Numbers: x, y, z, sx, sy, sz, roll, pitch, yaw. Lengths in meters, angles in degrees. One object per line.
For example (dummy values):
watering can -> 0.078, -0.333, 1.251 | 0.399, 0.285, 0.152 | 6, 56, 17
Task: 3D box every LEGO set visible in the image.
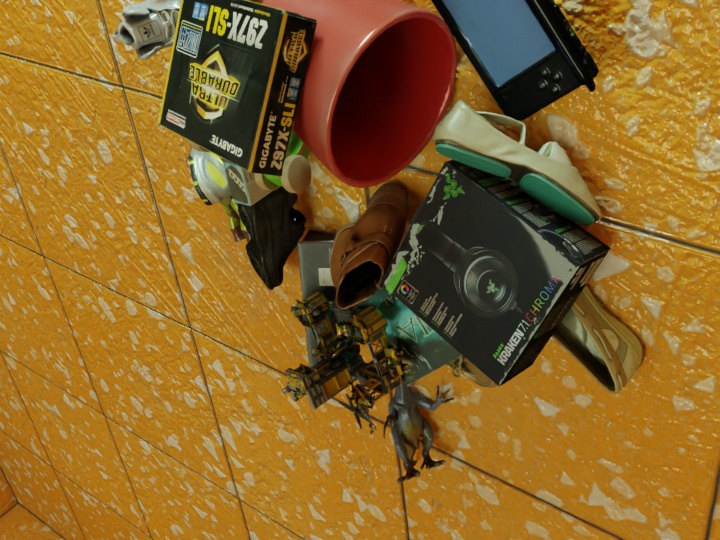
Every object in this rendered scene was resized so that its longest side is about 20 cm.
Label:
LEGO set -> -0.043, 0.118, 1.145 | 0.199, 0.115, 0.155 | 20, 134, 49

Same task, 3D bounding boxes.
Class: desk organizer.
desk organizer -> -0.043, 0.043, 1.265 | 0.071, 0.077, 0.202 | -2, 108, 8

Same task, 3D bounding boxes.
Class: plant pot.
plant pot -> -0.020, -0.221, 0.947 | 0.177, 0.200, 0.202 | 39, 143, 31

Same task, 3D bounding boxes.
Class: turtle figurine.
turtle figurine -> -0.194, -0.121, 1.293 | 0.199, 0.064, 0.162 | -7, 116, 48

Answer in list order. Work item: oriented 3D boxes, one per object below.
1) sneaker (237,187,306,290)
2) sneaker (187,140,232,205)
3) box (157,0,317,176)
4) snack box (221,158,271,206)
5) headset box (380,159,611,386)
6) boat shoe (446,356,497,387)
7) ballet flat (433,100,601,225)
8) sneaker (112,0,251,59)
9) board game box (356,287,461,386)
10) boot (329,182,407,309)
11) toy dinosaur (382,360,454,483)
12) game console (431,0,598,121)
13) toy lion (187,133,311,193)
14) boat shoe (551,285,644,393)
sneaker -> -0.120, -0.045, 1.255 | 0.076, 0.090, 0.201 | 55, 160, 27
sneaker -> -0.204, -0.189, 1.214 | 0.075, 0.076, 0.202 | 59, -165, -72
box -> -0.136, -0.205, 0.914 | 0.199, 0.049, 0.161 | 30, 109, 44
snack box -> -0.140, -0.200, 1.129 | 0.037, 0.116, 0.201 | 16, 131, 36
headset box -> 0.141, -0.008, 0.967 | 0.200, 0.092, 0.175 | 41, 121, 22
boat shoe -> 0.108, 0.094, 1.166 | 0.200, 0.063, 0.074 | 40, 142, 14
ballet flat -> 0.174, -0.118, 0.910 | 0.199, 0.070, 0.070 | 26, 141, -4
sneaker -> -0.233, -0.321, 1.123 | 0.199, 0.115, 0.076 | 12, 129, 39
board game box -> 0.100, 0.047, 1.098 | 0.199, 0.028, 0.136 | -35, 86, 33
boot -> 0.000, 0.000, 1.104 | 0.076, 0.156, 0.200 | 29, 132, -12
toy dinosaur -> 0.058, 0.223, 1.314 | 0.200, 0.104, 0.183 | -33, 75, 65
game console -> 0.129, -0.239, 0.823 | 0.175, 0.116, 0.201 | -26, 101, 52
toy lion -> -0.122, -0.217, 1.071 | 0.068, 0.193, 0.200 | 8, 167, 37
boat shoe -> 0.237, 0.056, 1.002 | 0.201, 0.063, 0.073 | 45, 142, 7
